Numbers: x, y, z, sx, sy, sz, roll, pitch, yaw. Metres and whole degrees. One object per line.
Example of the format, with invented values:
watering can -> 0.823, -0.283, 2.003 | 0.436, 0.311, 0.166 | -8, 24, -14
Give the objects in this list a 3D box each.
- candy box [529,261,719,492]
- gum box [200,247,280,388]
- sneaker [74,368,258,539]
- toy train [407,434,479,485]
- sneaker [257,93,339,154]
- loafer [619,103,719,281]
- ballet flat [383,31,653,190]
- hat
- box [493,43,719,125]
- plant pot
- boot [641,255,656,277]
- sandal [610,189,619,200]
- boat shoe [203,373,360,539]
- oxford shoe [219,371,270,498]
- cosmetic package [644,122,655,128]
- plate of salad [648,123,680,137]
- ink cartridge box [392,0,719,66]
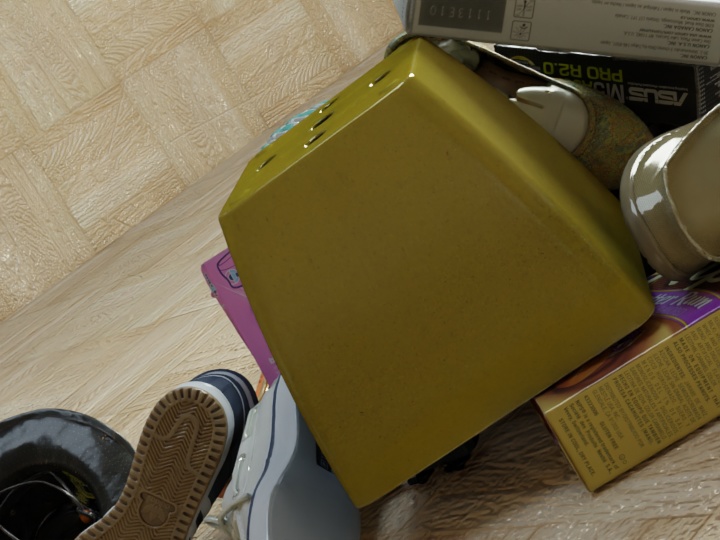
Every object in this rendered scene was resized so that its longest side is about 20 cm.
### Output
candy box -> 0.186, 0.033, 0.887 | 0.200, 0.056, 0.117 | -30, 11, 1
gum box -> 0.000, 0.000, 1.103 | 0.200, 0.114, 0.066 | -30, -5, 12
sneaker -> -0.129, 0.153, 1.069 | 0.200, 0.070, 0.109 | -61, -5, 15
toy train -> -0.008, 0.132, 1.032 | 0.200, 0.034, 0.046 | -24, 10, 32
sneaker -> 0.016, -0.091, 1.154 | 0.200, 0.091, 0.078 | -30, 14, -13
loafer -> 0.211, -0.062, 0.895 | 0.067, 0.076, 0.200 | -31, 8, 45
ballet flat -> 0.095, -0.106, 1.046 | 0.200, 0.071, 0.071 | 30, 54, 31
hat -> -0.227, 0.204, 1.144 | 0.201, 0.201, 0.081 | -34, -28, -10
box -> 0.213, -0.160, 1.107 | 0.160, 0.044, 0.200 | 13, 33, 39
plant pot -> 0.031, -0.020, 0.939 | 0.200, 0.176, 0.200 | -35, 12, 15
boot -> 0.096, 0.043, 1.086 | 0.200, 0.064, 0.186 | -28, 8, 42
sandal -> 0.220, -0.033, 1.031 | 0.075, 0.048, 0.200 | -8, 20, -36
boat shoe -> -0.055, 0.141, 0.969 | 0.086, 0.075, 0.202 | -41, 28, 26
oxford shoe -> -0.041, 0.105, 1.192 | 0.073, 0.071, 0.200 | -3, 28, 25
cosmetic package -> 0.184, -0.087, 1.167 | 0.200, 0.107, 0.090 | -20, 3, -31
plate of salad -> 0.285, -0.101, 1.062 | 0.200, 0.048, 0.200 | -6, 19, 2
ink cartridge box -> 0.118, -0.184, 1.031 | 0.200, 0.044, 0.174 | 5, 23, -7
